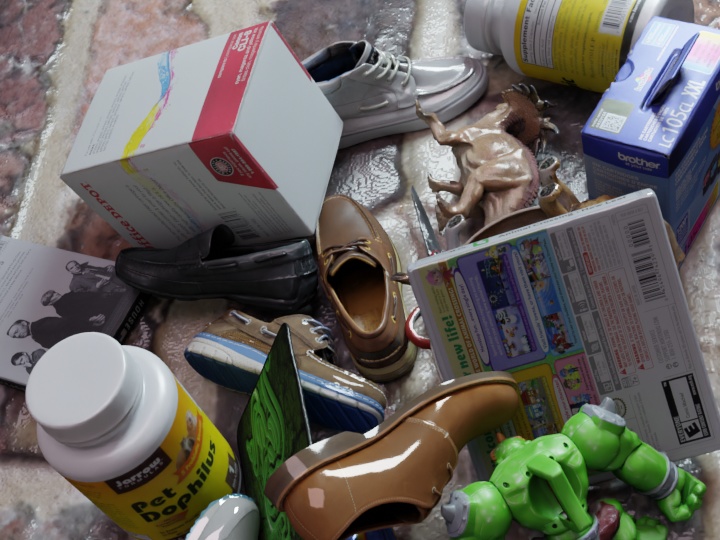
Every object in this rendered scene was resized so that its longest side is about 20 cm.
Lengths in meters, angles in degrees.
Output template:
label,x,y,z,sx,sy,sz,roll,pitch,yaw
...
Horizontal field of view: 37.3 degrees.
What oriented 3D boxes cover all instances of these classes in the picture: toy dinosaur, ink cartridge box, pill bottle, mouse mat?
label,x,y,z,sx,sy,sz,roll,pitch,yaw
toy dinosaur,0.129,-0.096,0.965,0.135,0.086,0.200,-11,58,2
ink cartridge box,-0.146,-0.114,1.002,0.200,0.145,0.145,-9,51,28
ink cartridge box,0.241,-0.104,0.854,0.076,0.200,0.136,21,64,30
pill bottle,-0.173,0.131,0.819,0.109,0.200,0.109,-9,53,12
pill bottle,0.203,-0.233,1.015,0.200,0.111,0.111,22,64,34
mouse mat,-0.063,0.160,0.803,0.008,0.161,0.200,5,48,-21

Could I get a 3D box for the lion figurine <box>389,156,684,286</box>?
label,x,y,z,sx,sy,sz,roll,pitch,yaw
lion figurine,0.135,-0.003,0.814,0.200,0.123,0.072,-29,29,21

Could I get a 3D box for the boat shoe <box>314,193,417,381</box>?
label,x,y,z,sx,sy,sz,roll,pitch,yaw
boat shoe,0.000,0.000,0.942,0.072,0.068,0.200,-20,51,3

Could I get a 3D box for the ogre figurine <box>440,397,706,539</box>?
label,x,y,z,sx,sy,sz,roll,pitch,yaw
ogre figurine,0.138,0.168,0.730,0.200,0.120,0.098,-25,18,6

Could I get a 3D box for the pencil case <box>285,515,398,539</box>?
label,x,y,z,sx,sy,sz,roll,pitch,yaw
pencil case,0.002,0.218,0.750,0.087,0.078,0.200,-41,38,11

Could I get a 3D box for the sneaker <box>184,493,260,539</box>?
label,x,y,z,sx,sy,sz,roll,pitch,yaw
sneaker,-0.102,0.265,0.781,0.081,0.077,0.200,4,66,23

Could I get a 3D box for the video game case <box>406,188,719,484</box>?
label,x,y,z,sx,sy,sz,roll,pitch,yaw
video game case,0.150,0.061,0.775,0.182,0.200,0.022,-18,12,10

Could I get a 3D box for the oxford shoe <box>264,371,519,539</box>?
label,x,y,z,sx,sy,sz,roll,pitch,yaw
oxford shoe,0.038,0.130,0.713,0.200,0.071,0.071,-24,57,-29

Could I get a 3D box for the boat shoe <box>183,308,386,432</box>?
label,x,y,z,sx,sy,sz,roll,pitch,yaw
boat shoe,-0.057,0.074,0.904,0.200,0.072,0.072,17,61,28

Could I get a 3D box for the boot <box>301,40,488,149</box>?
label,x,y,z,sx,sy,sz,roll,pitch,yaw
boot,0.025,-0.187,1.053,0.200,0.096,0.074,-19,51,4

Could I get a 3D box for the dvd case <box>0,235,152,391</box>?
label,x,y,z,sx,sy,sz,roll,pitch,yaw
dvd case,-0.314,0.045,1.042,0.200,0.025,0.150,12,60,26

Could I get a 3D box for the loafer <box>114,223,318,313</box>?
label,x,y,z,sx,sy,sz,roll,pitch,yaw
loafer,-0.133,-0.009,0.973,0.200,0.070,0.068,6,19,19

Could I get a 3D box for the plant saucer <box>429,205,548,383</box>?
label,x,y,z,sx,sy,sz,roll,pitch,yaw
plant saucer,0.156,0.046,0.849,0.200,0.034,0.200,-4,72,13

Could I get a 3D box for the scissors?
label,x,y,z,sx,sy,sz,roll,pitch,yaw
scissors,0.076,0.000,0.945,0.073,0.014,0.200,8,46,-6
